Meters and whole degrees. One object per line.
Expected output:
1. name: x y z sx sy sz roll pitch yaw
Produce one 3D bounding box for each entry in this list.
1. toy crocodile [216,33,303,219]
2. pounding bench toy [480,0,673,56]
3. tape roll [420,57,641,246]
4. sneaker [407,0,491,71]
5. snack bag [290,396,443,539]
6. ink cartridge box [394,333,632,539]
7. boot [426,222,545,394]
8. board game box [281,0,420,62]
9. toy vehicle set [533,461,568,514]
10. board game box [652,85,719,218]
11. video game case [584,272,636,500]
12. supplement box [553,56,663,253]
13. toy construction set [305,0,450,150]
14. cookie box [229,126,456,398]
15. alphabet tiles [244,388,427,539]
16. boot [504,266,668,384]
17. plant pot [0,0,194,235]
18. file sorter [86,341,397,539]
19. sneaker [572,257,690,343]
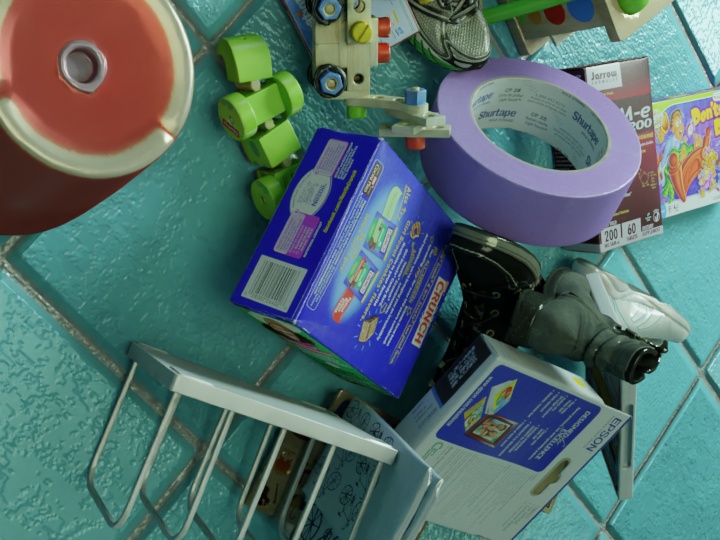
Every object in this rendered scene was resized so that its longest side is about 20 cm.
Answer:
1. toy crocodile: -0.078 -0.107 0.833 0.067 0.062 0.201 -33 117 -28
2. pounding bench toy: 0.205 -0.285 0.942 0.200 0.156 0.125 -39 115 -24
3. tape roll: 0.160 -0.116 0.908 0.199 0.200 0.066 -21 147 -31
4. sneaker: 0.069 -0.277 0.881 0.078 0.085 0.201 -33 105 -23
5. snack bag: -0.016 0.223 0.812 0.021 0.188 0.201 27 92 -23
6. ink cartridge box: 0.127 0.168 0.916 0.199 0.047 0.198 24 114 -36
7. boot: 0.110 0.053 0.902 0.154 0.073 0.204 -63 151 -8
8. board game box: -0.033 -0.278 0.842 0.103 0.019 0.201 -30 113 -6
9. toy vehicle set: 0.161 0.172 1.041 0.200 0.026 0.125 33 77 -32
10. board game box: 0.396 -0.145 1.156 0.199 0.045 0.135 -16 104 -32
11. video game case: 0.262 0.123 1.011 0.017 0.143 0.201 -9 128 2
12. supplement box: 0.273 -0.129 1.064 0.108 0.061 0.201 -16 103 -32
13. toy construction set: 0.021 -0.204 0.826 0.130 0.092 0.202 -5 98 -10
14. cookie box: 0.000 0.000 0.845 0.200 0.075 0.172 43 69 -52
15. alphabet tiles: -0.009 0.214 0.926 0.199 0.008 0.168 31 86 -29
16. boot: 0.219 0.057 0.884 0.200 0.130 0.068 -19 128 -64
17. plant pot: -0.216 -0.125 0.647 0.199 0.177 0.202 0 90 -38
18. file sorter: -0.102 0.158 0.782 0.199 0.139 0.125 23 86 -27
19. sneaker: 0.301 0.053 1.108 0.199 0.070 0.081 23 97 -31
